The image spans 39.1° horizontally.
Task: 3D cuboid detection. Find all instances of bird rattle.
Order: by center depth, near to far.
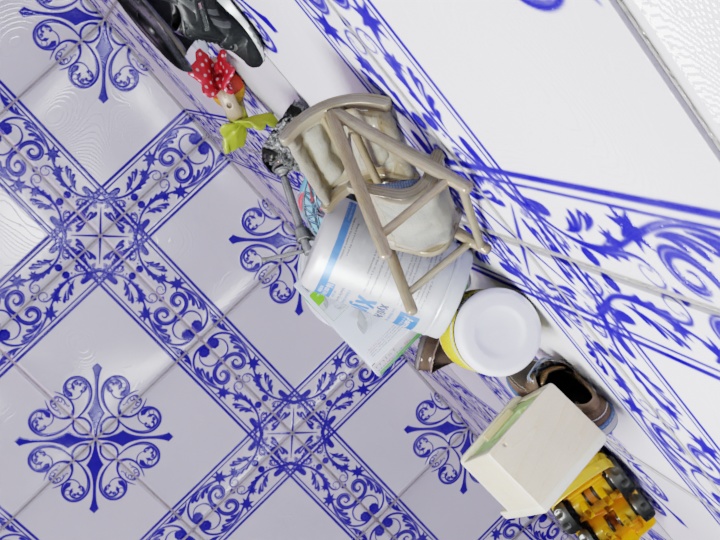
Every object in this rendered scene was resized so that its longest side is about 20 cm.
[{"bbox_3d":[-0.246,-0.317,1.822,0.200,0.112,0.163,54,-172,-33],"label":"bird rattle"}]

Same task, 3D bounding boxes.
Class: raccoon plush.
[{"bbox_3d":[-0.065,-0.192,1.548,0.134,0.097,0.200,34,-154,-6],"label":"raccoon plush"}]

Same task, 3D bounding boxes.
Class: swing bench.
[{"bbox_3d":[0.031,-0.086,1.153,0.200,0.129,0.199,50,177,23],"label":"swing bench"}]

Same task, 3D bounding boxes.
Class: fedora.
[{"bbox_3d":[-0.305,-0.410,1.597,0.201,0.092,0.201,46,175,5],"label":"fedora"}]

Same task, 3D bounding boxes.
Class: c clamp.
[{"bbox_3d":[-0.082,-0.108,1.558,0.027,0.169,0.201,106,155,-56],"label":"c clamp"}]

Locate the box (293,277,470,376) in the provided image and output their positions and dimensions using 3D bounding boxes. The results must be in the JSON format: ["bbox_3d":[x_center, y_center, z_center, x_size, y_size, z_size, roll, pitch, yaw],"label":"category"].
[{"bbox_3d":[0.035,0.023,1.516,0.176,0.200,0.097,44,175,16],"label":"box"}]

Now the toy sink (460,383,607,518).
[{"bbox_3d":[0.221,0.245,1.368,0.112,0.130,0.200,44,164,6],"label":"toy sink"}]

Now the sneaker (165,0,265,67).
[{"bbox_3d":[-0.213,-0.341,1.385,0.076,0.088,0.200,40,172,50],"label":"sneaker"}]

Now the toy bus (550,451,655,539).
[{"bbox_3d":[0.382,0.360,1.718,0.200,0.135,0.192,47,-171,-33],"label":"toy bus"}]

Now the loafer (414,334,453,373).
[{"bbox_3d":[0.152,0.102,1.519,0.071,0.200,0.074,26,123,29],"label":"loafer"}]

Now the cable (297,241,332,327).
[{"bbox_3d":[0.000,0.000,1.616,0.200,0.200,0.069,41,171,15],"label":"cable"}]

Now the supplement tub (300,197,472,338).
[{"bbox_3d":[0.033,-0.005,1.333,0.199,0.133,0.132,22,176,-4],"label":"supplement tub"}]

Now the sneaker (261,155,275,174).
[{"bbox_3d":[-0.138,-0.209,1.795,0.075,0.084,0.200,47,175,-6],"label":"sneaker"}]

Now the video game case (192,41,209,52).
[{"bbox_3d":[-0.364,-0.494,1.825,0.200,0.023,0.182,46,175,16],"label":"video game case"}]

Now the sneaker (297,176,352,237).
[{"bbox_3d":[-0.049,-0.103,1.433,0.201,0.079,0.096,91,175,-46],"label":"sneaker"}]

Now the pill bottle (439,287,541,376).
[{"bbox_3d":[0.166,0.081,1.366,0.113,0.112,0.200,47,174,-2],"label":"pill bottle"}]

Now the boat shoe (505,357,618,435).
[{"bbox_3d":[0.268,0.155,1.395,0.200,0.072,0.073,24,154,51],"label":"boat shoe"}]
